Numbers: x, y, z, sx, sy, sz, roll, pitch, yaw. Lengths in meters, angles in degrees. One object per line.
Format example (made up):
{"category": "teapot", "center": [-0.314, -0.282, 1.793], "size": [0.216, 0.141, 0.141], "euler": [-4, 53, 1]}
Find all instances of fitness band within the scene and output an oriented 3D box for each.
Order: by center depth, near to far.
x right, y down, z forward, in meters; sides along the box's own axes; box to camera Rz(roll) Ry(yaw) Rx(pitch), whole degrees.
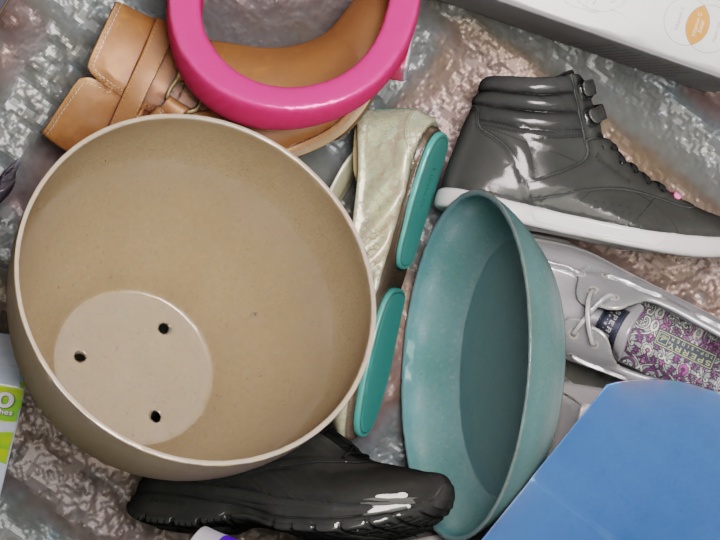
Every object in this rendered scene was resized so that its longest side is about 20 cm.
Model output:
{"category": "fitness band", "center": [-0.036, -0.170, 1.367], "size": [0.143, 0.037, 0.200], "euler": [7, 62, -2]}

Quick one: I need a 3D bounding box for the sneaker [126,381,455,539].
{"category": "sneaker", "center": [-0.041, 0.110, 1.375], "size": [0.200, 0.076, 0.091], "euler": [2, 80, 20]}

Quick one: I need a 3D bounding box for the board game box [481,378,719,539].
{"category": "board game box", "center": [0.150, 0.152, 1.336], "size": [0.158, 0.039, 0.200], "euler": [36, 97, -17]}

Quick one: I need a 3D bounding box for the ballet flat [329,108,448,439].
{"category": "ballet flat", "center": [0.000, 0.000, 1.425], "size": [0.062, 0.067, 0.200], "euler": [14, 86, 16]}

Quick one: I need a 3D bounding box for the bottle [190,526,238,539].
{"category": "bottle", "center": [-0.006, 0.199, 1.297], "size": [0.200, 0.084, 0.065], "euler": [23, 70, 13]}

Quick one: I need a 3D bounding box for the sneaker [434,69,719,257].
{"category": "sneaker", "center": [0.149, -0.065, 1.437], "size": [0.200, 0.071, 0.099], "euler": [12, 87, -13]}

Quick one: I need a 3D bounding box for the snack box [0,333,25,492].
{"category": "snack box", "center": [-0.297, 0.088, 1.336], "size": [0.200, 0.053, 0.142], "euler": [10, 123, -11]}

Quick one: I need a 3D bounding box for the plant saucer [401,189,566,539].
{"category": "plant saucer", "center": [0.073, 0.055, 1.365], "size": [0.036, 0.200, 0.200], "euler": [5, 92, -18]}

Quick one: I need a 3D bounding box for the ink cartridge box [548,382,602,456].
{"category": "ink cartridge box", "center": [0.173, 0.141, 1.423], "size": [0.200, 0.125, 0.129], "euler": [10, 93, -11]}

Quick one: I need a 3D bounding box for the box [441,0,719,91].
{"category": "box", "center": [0.150, -0.194, 1.416], "size": [0.200, 0.097, 0.125], "euler": [18, 90, -12]}

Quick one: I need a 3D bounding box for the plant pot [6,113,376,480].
{"category": "plant pot", "center": [-0.108, 0.033, 1.319], "size": [0.200, 0.134, 0.201], "euler": [9, 64, -19]}

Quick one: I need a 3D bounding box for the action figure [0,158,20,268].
{"category": "action figure", "center": [-0.272, -0.060, 1.342], "size": [0.119, 0.102, 0.200], "euler": [-46, 111, -12]}

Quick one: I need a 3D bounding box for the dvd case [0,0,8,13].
{"category": "dvd case", "center": [-0.238, -0.227, 1.336], "size": [0.149, 0.016, 0.200], "euler": [32, 60, -11]}

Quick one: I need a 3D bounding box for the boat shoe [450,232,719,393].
{"category": "boat shoe", "center": [0.151, 0.034, 1.441], "size": [0.200, 0.069, 0.072], "euler": [27, 89, -8]}

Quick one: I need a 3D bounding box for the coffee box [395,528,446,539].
{"category": "coffee box", "center": [-0.041, 0.221, 1.393], "size": [0.200, 0.080, 0.115], "euler": [-9, 92, -20]}

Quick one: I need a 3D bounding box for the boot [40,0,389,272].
{"category": "boot", "center": [-0.077, -0.114, 1.391], "size": [0.155, 0.074, 0.200], "euler": [34, 84, -7]}
